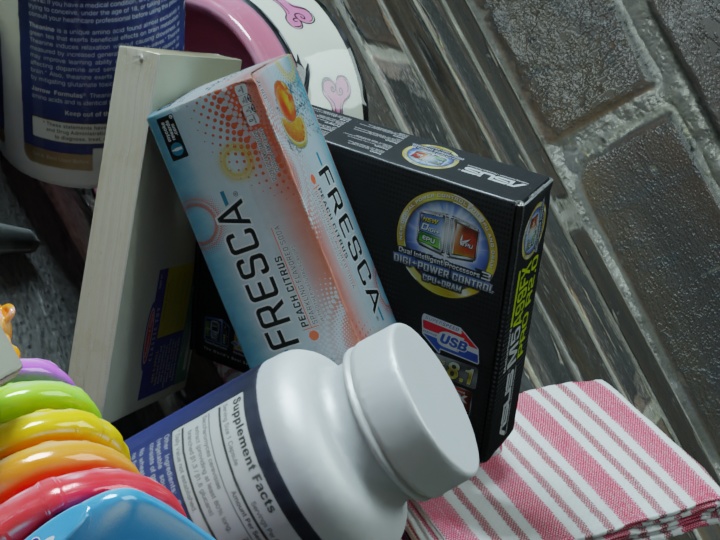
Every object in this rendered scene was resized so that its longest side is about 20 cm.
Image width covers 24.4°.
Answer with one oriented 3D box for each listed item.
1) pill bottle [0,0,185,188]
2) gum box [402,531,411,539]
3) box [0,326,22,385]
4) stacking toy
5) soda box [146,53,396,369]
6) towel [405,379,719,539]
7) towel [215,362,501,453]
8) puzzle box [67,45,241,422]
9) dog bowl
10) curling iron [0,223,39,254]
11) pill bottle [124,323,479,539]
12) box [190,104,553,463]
[{"bbox_3d":[-0.153,-0.158,0.934,0.111,0.109,0.202,-93,-173,-58],"label":"pill bottle"},{"bbox_3d":[0.055,0.130,1.135,0.114,0.066,0.201,56,18,-30],"label":"gum box"},{"bbox_3d":[-0.229,-0.021,0.682,0.201,0.082,0.068,60,15,-2],"label":"box"},{"bbox_3d":[-0.151,0.082,0.747,0.110,0.116,0.201,46,11,-51],"label":"stacking toy"},{"bbox_3d":[-0.037,-0.006,0.875,0.202,0.068,0.064,69,22,-10],"label":"soda box"},{"bbox_3d":[0.106,0.127,1.008,0.146,0.198,0.030,48,-39,50],"label":"towel"},{"bbox_3d":[-0.014,0.064,1.031,0.200,0.145,0.030,-128,-146,-54],"label":"towel"},{"bbox_3d":[-0.114,-0.022,0.924,0.133,0.025,0.203,-20,122,-75],"label":"puzzle box"},{"bbox_3d":[-0.094,-0.089,1.043,0.073,0.199,0.202,-10,70,-53],"label":"dog bowl"},{"bbox_3d":[-0.207,-0.008,0.836,0.200,0.025,0.050,-33,115,-79],"label":"curling iron"},{"bbox_3d":[-0.046,0.108,0.816,0.111,0.199,0.111,54,17,-25],"label":"pill bottle"},{"bbox_3d":[0.000,0.000,0.929,0.044,0.198,0.162,-38,141,-53],"label":"box"}]
